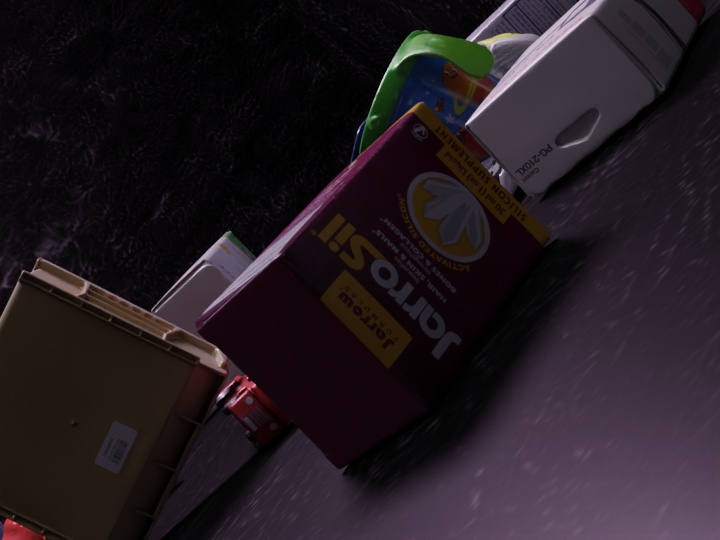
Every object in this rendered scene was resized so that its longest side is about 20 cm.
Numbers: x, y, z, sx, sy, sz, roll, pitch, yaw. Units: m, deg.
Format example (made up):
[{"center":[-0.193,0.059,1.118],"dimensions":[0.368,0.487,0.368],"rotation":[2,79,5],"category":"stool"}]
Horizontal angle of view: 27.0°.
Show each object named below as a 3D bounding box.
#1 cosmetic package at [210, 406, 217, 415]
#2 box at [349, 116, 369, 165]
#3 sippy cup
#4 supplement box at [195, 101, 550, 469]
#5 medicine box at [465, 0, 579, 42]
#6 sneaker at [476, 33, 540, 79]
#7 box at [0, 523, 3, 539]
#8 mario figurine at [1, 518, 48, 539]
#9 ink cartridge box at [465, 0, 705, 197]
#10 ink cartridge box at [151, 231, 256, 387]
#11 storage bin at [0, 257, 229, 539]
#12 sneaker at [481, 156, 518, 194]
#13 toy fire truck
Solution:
[{"center":[-0.236,0.176,1.806],"dimensions":[0.200,0.071,0.101],"rotation":[-47,6,-20],"category":"cosmetic package"},{"center":[0.003,-0.057,1.495],"dimensions":[0.121,0.032,0.200],"rotation":[-57,-21,-68],"category":"box"},{"center":[0.085,-0.133,1.365],"dimensions":[0.178,0.130,0.140],"rotation":[-2,-64,-80],"category":"sippy cup"},{"center":[0.013,0.005,0.953],"dimensions":[0.103,0.131,0.200],"rotation":[-39,8,44],"category":"supplement box"},{"center":[0.213,-0.303,1.975],"dimensions":[0.200,0.103,0.182],"rotation":[-42,6,16],"category":"medicine box"},{"center":[0.131,-0.195,1.514],"dimensions":[0.200,0.076,0.105],"rotation":[-21,9,41],"category":"sneaker"},{"center":[-0.704,0.454,2.478],"dimensions":[0.200,0.197,0.117],"rotation":[-39,8,39],"category":"box"},{"center":[-0.266,0.264,1.480],"dimensions":[0.200,0.106,0.124],"rotation":[-35,-37,-34],"category":"mario figurine"},{"center":[0.185,-0.164,1.208],"dimensions":[0.145,0.084,0.200],"rotation":[-41,6,34],"category":"ink cartridge box"},{"center":[-0.129,0.048,1.587],"dimensions":[0.088,0.145,0.200],"rotation":[-44,6,7],"category":"ink cartridge box"},{"center":[-0.241,0.125,1.300],"dimensions":[0.200,0.198,0.094],"rotation":[-63,2,3],"category":"storage bin"},{"center":[0.045,-0.060,1.295],"dimensions":[0.200,0.114,0.075],"rotation":[-42,6,18],"category":"sneaker"},{"center":[-0.061,0.086,1.320],"dimensions":[0.141,0.049,0.200],"rotation":[-44,6,-8],"category":"toy fire truck"}]
